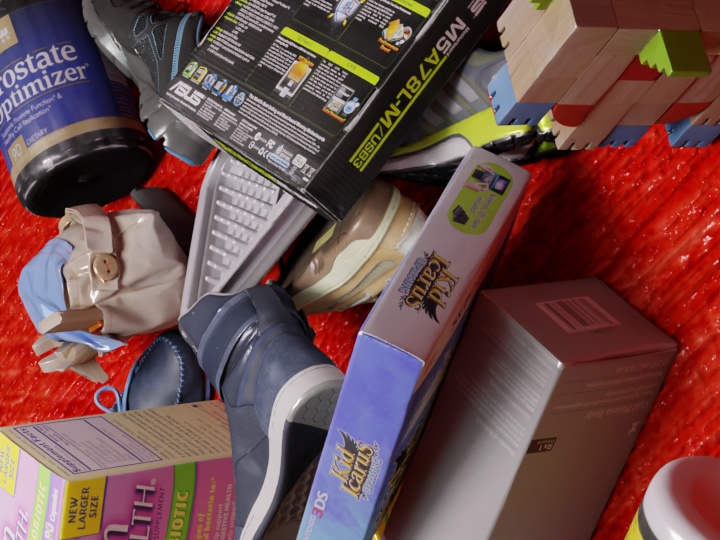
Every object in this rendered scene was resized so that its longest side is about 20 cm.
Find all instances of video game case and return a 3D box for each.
[{"bbox_3d":[0.032,0.055,1.393,0.045,0.182,0.201,25,136,8],"label":"video game case"}]

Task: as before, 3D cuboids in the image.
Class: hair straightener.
[{"bbox_3d":[-0.112,-0.018,1.691,0.200,0.041,0.078,40,123,47],"label":"hair straightener"}]

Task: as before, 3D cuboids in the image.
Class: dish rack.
[{"bbox_3d":[-0.058,-0.063,1.577,0.200,0.043,0.173,-48,27,42],"label":"dish rack"}]

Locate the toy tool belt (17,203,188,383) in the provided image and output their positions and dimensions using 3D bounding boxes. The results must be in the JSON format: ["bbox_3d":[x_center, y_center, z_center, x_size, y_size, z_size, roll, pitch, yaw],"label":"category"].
[{"bbox_3d":[-0.209,0.020,1.710,0.126,0.122,0.200,60,157,-5],"label":"toy tool belt"}]

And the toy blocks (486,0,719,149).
[{"bbox_3d":[0.148,-0.117,1.260,0.137,0.198,0.101,129,133,-55],"label":"toy blocks"}]

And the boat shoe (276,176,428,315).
[{"bbox_3d":[0.000,0.000,1.536,0.072,0.076,0.200,-67,13,-18],"label":"boat shoe"}]

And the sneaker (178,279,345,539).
[{"bbox_3d":[-0.068,0.101,1.534,0.146,0.076,0.203,51,141,37],"label":"sneaker"}]

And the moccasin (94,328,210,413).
[{"bbox_3d":[-0.170,0.136,1.761,0.080,0.068,0.201,43,125,40],"label":"moccasin"}]

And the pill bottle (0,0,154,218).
[{"bbox_3d":[-0.242,-0.152,1.784,0.112,0.111,0.201,-44,61,44],"label":"pill bottle"}]

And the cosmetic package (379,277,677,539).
[{"bbox_3d":[0.099,0.110,1.396,0.090,0.106,0.201,41,126,38],"label":"cosmetic package"}]

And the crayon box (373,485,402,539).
[{"bbox_3d":[0.000,0.211,1.573,0.126,0.051,0.201,-48,57,42],"label":"crayon box"}]

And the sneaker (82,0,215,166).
[{"bbox_3d":[-0.140,-0.164,1.708,0.082,0.073,0.200,-44,53,12],"label":"sneaker"}]

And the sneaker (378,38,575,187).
[{"bbox_3d":[0.067,-0.102,1.452,0.199,0.073,0.082,-13,73,46],"label":"sneaker"}]

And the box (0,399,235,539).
[{"bbox_3d":[-0.165,0.201,1.658,0.096,0.199,0.178,28,114,46],"label":"box"}]

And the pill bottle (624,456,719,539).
[{"bbox_3d":[0.182,0.215,1.299,0.112,0.112,0.201,45,127,39],"label":"pill bottle"}]

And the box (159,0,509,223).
[{"bbox_3d":[-0.017,-0.147,1.470,0.194,0.047,0.200,-52,39,-5],"label":"box"}]
